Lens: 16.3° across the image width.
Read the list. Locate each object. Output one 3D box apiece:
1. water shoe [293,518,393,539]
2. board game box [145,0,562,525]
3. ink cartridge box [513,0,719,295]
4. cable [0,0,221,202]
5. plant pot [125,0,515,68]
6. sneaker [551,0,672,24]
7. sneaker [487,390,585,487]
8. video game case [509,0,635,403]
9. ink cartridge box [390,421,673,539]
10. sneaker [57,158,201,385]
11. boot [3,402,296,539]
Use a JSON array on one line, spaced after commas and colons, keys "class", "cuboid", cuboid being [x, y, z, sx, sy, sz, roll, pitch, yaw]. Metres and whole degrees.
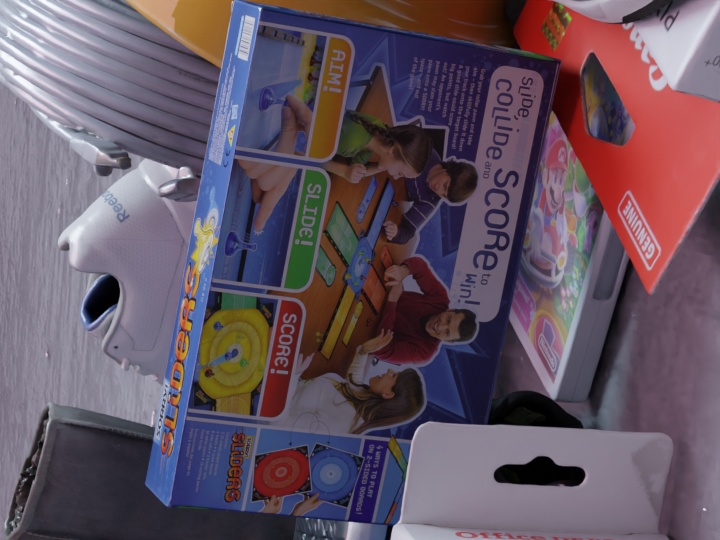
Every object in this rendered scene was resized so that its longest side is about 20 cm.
[{"class": "water shoe", "cuboid": [0.009, 0.155, 1.193, 0.200, 0.078, 0.072, 101, 162, -51]}, {"class": "board game box", "cuboid": [-0.003, 0.001, 1.013, 0.034, 0.135, 0.201, -152, 72, -65]}, {"class": "ink cartridge box", "cuboid": [0.107, -0.119, 0.965, 0.174, 0.043, 0.200, -61, 28, 27]}, {"class": "cable", "cuboid": [-0.087, -0.105, 1.202, 0.200, 0.200, 0.070, 34, 113, 33]}, {"class": "plant pot", "cuboid": [0.003, -0.184, 1.113, 0.184, 0.199, 0.200, -61, 26, 18]}, {"class": "sneaker", "cuboid": [0.042, -0.147, 0.921, 0.200, 0.120, 0.084, 14, 89, 66]}, {"class": "sneaker", "cuboid": [0.062, 0.086, 1.096, 0.083, 0.070, 0.200, -69, 23, 12]}, {"class": "video game case", "cuboid": [0.094, -0.065, 1.087, 0.143, 0.018, 0.201, -114, 32, -56]}, {"class": "ink cartridge box", "cuboid": [0.067, 0.164, 0.967, 0.067, 0.116, 0.201, -139, 54, -69]}, {"class": "sneaker", "cuboid": [-0.095, 0.021, 1.255, 0.075, 0.087, 0.200, 49, 164, 44]}, {"class": "boot", "cuboid": [-0.087, 0.148, 1.311, 0.073, 0.199, 0.182, -108, 28, -49]}]
